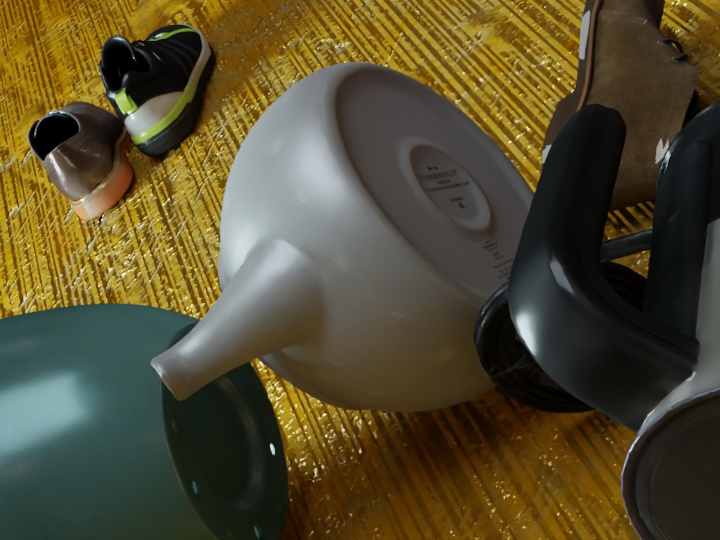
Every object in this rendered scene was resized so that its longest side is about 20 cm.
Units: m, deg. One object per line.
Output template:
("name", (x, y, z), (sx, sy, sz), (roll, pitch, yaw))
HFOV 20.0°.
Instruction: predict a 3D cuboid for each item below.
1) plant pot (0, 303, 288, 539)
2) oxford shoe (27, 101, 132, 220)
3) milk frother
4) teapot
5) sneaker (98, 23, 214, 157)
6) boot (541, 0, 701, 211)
("plant pot", (-0.135, 0.107, 1.054), (0.161, 0.201, 0.201), (-19, 32, 22))
("oxford shoe", (-0.235, -0.111, 1.680), (0.071, 0.073, 0.200), (-42, 24, 3))
("milk frother", (0.135, 0.048, 0.847), (0.188, 0.180, 0.200), (-73, -4, -49))
("teapot", (0.000, 0.000, 1.048), (0.146, 0.200, 0.198), (-43, 34, 29))
("sneaker", (-0.171, -0.170, 1.671), (0.072, 0.083, 0.200), (-35, 26, 14))
("boot", (0.158, -0.106, 1.127), (0.075, 0.074, 0.200), (-5, 44, 25))
